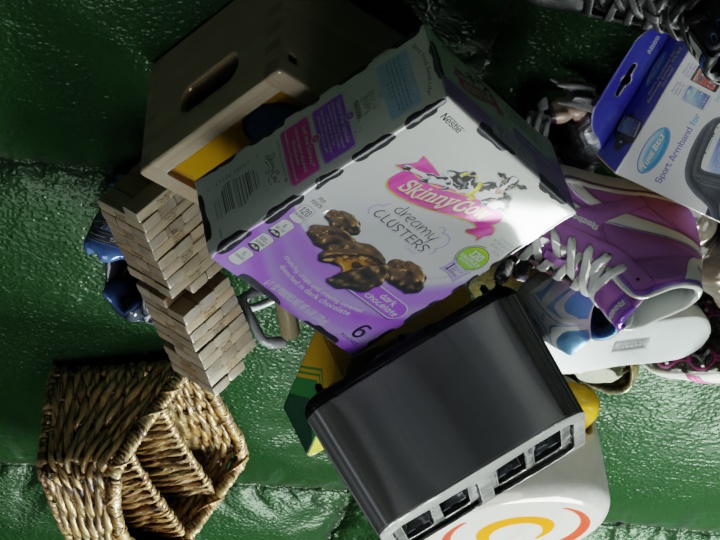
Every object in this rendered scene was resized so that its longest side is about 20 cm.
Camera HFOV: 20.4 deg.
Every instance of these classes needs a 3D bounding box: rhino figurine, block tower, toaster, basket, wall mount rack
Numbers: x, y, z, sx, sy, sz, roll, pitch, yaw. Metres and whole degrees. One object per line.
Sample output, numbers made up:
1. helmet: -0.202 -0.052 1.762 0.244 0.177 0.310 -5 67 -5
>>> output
1. rhino figurine: 0.297 -0.011 1.610 0.087 0.060 0.200 -29 132 31
2. block tower: -0.140 0.004 1.545 0.058 0.054 0.201 27 148 37
3. toaster: 0.065 0.108 1.466 0.180 0.119 0.200 -31 163 -4
4. basket: -0.196 0.186 1.840 0.148 0.143 0.200 -5 146 10
5. wall mount rack: 0.000 0.000 1.620 0.173 0.075 0.200 -12 156 -49

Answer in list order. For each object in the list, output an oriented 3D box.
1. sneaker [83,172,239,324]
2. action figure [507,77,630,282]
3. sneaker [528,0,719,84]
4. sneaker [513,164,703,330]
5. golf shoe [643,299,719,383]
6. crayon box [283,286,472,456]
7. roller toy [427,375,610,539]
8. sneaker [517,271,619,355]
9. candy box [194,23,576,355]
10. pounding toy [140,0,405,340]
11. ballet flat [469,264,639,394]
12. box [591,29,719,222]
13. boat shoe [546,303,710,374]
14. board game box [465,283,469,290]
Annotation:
1. sneaker: -0.168 0.011 1.617 0.077 0.085 0.200 17 153 37
2. action figure: 0.157 -0.078 1.511 0.130 0.070 0.200 24 137 -22
3. sneaker: 0.201 -0.176 1.325 0.199 0.112 0.073 -3 145 6
4. sneaker: 0.155 -0.013 1.452 0.199 0.115 0.073 3 142 -9
5. golf shoe: 0.339 0.069 1.715 0.199 0.073 0.092 -7 146 12
6. crayon box: 0.019 0.068 1.576 0.126 0.051 0.200 -20 161 -21
7. roller toy: 0.127 0.171 1.810 0.181 0.141 0.200 -9 153 0
8. sneaker: 0.186 0.015 1.562 0.072 0.073 0.200 -36 175 35
9. candy box: 0.018 -0.049 1.359 0.199 0.072 0.168 -33 138 20
10. pounding toy: -0.052 -0.079 1.447 0.184 0.143 0.200 28 137 -33
11. ballet flat: 0.167 0.051 1.699 0.199 0.071 0.071 30 137 -35
12. box: 0.264 -0.099 1.450 0.199 0.042 0.119 21 107 -29
13. boat shoe: 0.192 0.040 1.647 0.199 0.064 0.071 1 132 -30
14. board game box: 0.035 0.052 1.670 0.104 0.024 0.200 -23 161 -12
